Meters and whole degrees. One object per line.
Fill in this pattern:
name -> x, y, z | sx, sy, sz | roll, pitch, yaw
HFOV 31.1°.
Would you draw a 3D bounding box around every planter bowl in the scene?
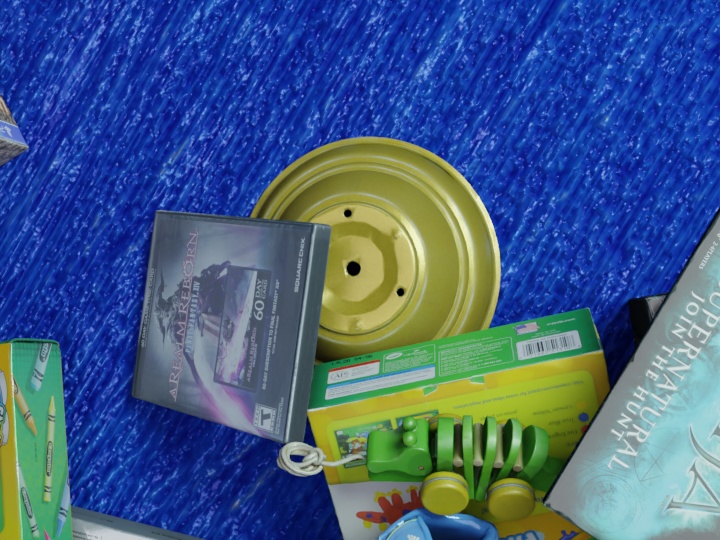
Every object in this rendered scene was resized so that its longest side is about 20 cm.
planter bowl -> 0.000, 0.000, 0.929 | 0.198, 0.083, 0.203 | 0, 89, 8

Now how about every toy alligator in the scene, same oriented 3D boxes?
toy alligator -> 0.047, 0.112, 0.805 | 0.198, 0.060, 0.055 | 6, 132, 0

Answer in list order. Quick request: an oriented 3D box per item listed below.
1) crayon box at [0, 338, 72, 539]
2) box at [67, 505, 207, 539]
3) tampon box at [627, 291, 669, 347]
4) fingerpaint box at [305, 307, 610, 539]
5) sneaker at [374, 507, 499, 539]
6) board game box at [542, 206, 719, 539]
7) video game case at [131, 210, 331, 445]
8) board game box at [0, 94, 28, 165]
crayon box -> -0.278, 0.157, 0.953 | 0.118, 0.058, 0.202 | -9, 81, 25
box -> -0.176, 0.293, 0.968 | 0.154, 0.041, 0.202 | 12, 91, 9
tampon box -> 0.258, 0.068, 0.831 | 0.148, 0.200, 0.128 | -10, 87, 9
fingerpaint box -> 0.080, 0.132, 0.892 | 0.198, 0.073, 0.168 | -13, 111, 8
sneaker -> 0.001, 0.194, 0.818 | 0.198, 0.106, 0.076 | -11, 45, -16
board game box -> 0.210, 0.081, 0.722 | 0.135, 0.028, 0.201 | 31, 94, 9
video game case -> -0.096, 0.033, 0.911 | 0.199, 0.019, 0.144 | 7, 89, 49
board game box -> -0.377, -0.144, 0.980 | 0.158, 0.097, 0.201 | -29, 85, 6
